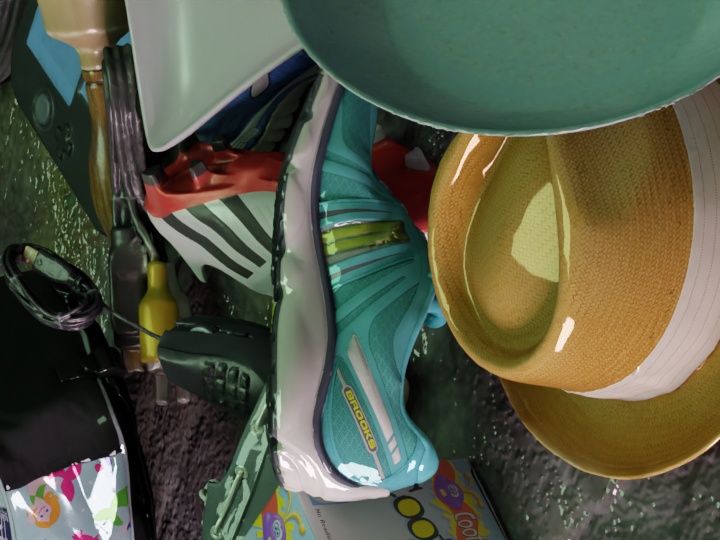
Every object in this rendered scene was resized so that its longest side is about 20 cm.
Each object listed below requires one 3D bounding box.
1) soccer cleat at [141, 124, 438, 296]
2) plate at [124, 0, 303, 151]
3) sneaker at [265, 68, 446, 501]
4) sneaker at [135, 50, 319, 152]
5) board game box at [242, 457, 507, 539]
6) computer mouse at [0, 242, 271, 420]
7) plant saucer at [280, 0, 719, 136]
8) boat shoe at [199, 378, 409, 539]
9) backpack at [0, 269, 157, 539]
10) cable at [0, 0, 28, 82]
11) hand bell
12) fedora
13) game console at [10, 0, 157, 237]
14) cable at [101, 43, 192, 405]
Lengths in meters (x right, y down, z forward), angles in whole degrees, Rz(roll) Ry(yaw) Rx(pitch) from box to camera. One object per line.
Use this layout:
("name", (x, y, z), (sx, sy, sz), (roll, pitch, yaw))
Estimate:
("soccer cleat", (-0.026, -0.023, 0.863), (0.198, 0.069, 0.086), (5, 132, 39))
("plate", (-0.046, -0.181, 0.797), (0.199, 0.032, 0.202), (-28, 66, 43))
("sneaker", (0.000, 0.000, 0.749), (0.078, 0.079, 0.202), (109, 162, -73))
("sneaker", (-0.054, -0.126, 0.877), (0.200, 0.088, 0.079), (-50, 52, 42))
("board game box", (-0.016, 0.190, 0.798), (0.201, 0.102, 0.105), (-57, 46, 36))
("computer mouse", (-0.105, 0.025, 0.906), (0.198, 0.059, 0.034), (23, 130, 15))
("plant saucer", (0.068, -0.115, 0.652), (0.202, 0.199, 0.039), (58, 168, 38))
("boat shoe", (-0.045, 0.116, 0.861), (0.062, 0.073, 0.201), (40, 115, 26))
("backpack", (-0.191, 0.125, 0.994), (0.178, 0.149, 0.201), (-125, 18, -48))
("cable", (-0.284, -0.229, 1.227), (0.200, 0.069, 0.202), (-32, 62, 49))
("hand bell", (-0.151, -0.107, 1.005), (0.104, 0.103, 0.202), (18, 118, 53))
("fedora", (0.083, -0.018, 0.682), (0.200, 0.081, 0.203), (-4, 86, 54))
("game console", (-0.158, -0.150, 1.076), (0.177, 0.031, 0.201), (57, 133, 39))
("cable", (-0.118, -0.027, 0.982), (0.097, 0.050, 0.203), (-105, 15, -82))
